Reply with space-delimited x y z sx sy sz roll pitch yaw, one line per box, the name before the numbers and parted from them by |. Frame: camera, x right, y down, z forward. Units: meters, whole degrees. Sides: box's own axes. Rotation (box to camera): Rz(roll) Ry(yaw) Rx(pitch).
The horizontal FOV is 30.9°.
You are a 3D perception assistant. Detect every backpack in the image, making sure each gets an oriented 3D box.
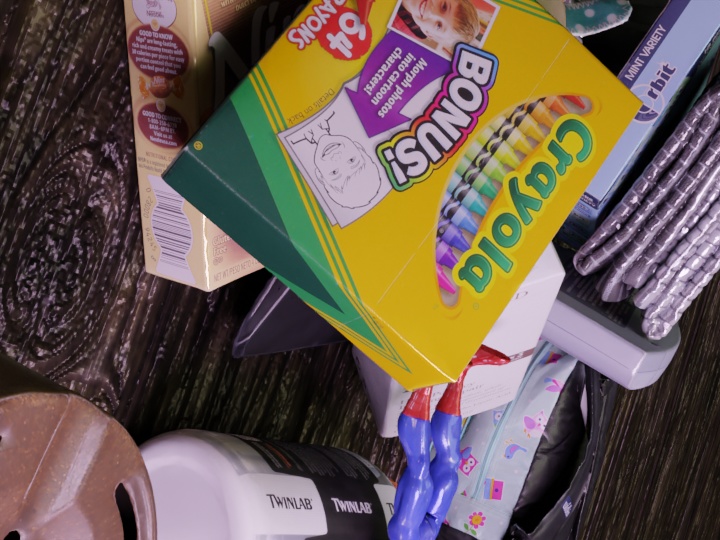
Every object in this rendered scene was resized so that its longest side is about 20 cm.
backpack | 0.122 0.137 1.007 0.201 0.126 0.167 -71 159 -4

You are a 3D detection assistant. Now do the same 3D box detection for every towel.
towel | 0.249 -0.064 0.968 0.200 0.085 0.166 -56 174 23

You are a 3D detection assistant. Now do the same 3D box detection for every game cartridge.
game cartridge | 0.180 0.033 0.998 0.041 0.133 0.200 -66 168 15

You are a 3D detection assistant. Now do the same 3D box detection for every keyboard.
keyboard | 0.000 0.000 0.818 0.127 0.021 0.200 -50 162 18

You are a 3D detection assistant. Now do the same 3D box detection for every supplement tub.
supplement tub | -0.051 0.162 0.776 0.200 0.122 0.123 17 88 -55

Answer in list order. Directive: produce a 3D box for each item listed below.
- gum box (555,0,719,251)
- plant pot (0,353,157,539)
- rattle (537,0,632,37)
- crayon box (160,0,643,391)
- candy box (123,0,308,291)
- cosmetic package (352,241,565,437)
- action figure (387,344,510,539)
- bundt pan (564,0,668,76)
gum box | 0.211 -0.108 1.002 0.170 0.044 0.200 -55 166 -5
plant pot | -0.195 0.090 0.481 0.200 0.198 0.201 -23 119 -49
rattle | 0.075 -0.129 0.832 0.130 0.143 0.200 34 55 -15
crayon box | 0.027 -0.069 0.674 0.172 0.058 0.200 40 67 -8
candy box | -0.067 -0.102 0.715 0.115 0.055 0.201 -26 124 -47
cosmetic package | 0.053 0.029 0.804 0.101 0.074 0.200 -16 157 -9
action figure | 0.051 0.148 0.715 0.065 0.099 0.201 1 111 -52
bundt pan | 0.173 -0.243 0.982 0.202 0.076 0.203 -23 120 -49
